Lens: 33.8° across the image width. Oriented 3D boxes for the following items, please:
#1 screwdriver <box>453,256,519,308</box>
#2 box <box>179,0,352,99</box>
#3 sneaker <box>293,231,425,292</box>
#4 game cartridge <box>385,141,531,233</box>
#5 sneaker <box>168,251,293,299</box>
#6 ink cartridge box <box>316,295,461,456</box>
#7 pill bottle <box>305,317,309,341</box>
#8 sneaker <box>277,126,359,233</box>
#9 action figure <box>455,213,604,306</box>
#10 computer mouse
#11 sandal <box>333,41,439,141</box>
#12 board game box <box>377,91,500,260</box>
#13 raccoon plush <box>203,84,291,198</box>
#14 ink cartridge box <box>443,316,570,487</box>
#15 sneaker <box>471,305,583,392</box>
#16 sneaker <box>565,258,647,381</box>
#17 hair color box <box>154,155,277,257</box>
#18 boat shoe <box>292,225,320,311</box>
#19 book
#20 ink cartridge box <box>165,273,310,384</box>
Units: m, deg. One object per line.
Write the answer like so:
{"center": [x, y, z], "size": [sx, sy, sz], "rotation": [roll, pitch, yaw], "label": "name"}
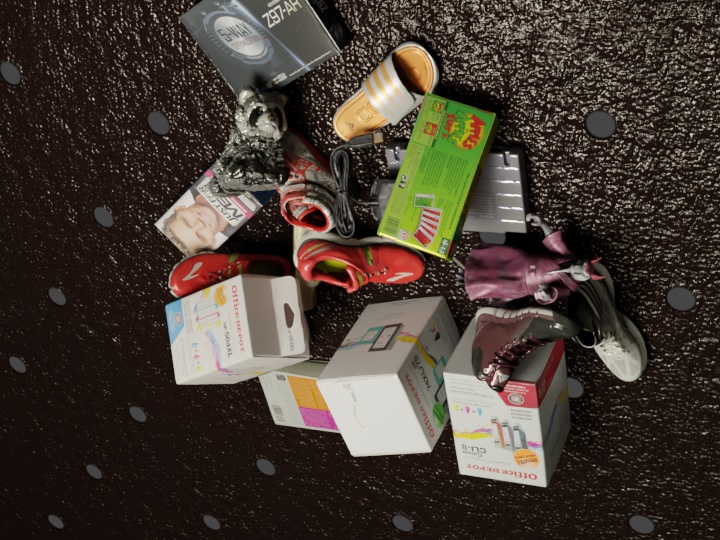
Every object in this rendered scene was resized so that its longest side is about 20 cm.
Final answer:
{"center": [0.159, -0.001, 1.732], "size": [0.200, 0.029, 0.028], "rotation": [45, 129, -10], "label": "screwdriver"}
{"center": [-0.132, -0.336, 1.640], "size": [0.199, 0.044, 0.161], "rotation": [-22, 111, 38], "label": "box"}
{"center": [0.000, 0.000, 1.744], "size": [0.198, 0.085, 0.077], "rotation": [5, 128, -11], "label": "sneaker"}
{"center": [0.138, -0.117, 1.663], "size": [0.198, 0.038, 0.130], "rotation": [6, 129, 25], "label": "game cartridge"}
{"center": [-0.198, 0.002, 1.839], "size": [0.085, 0.198, 0.078], "rotation": [166, 96, -71], "label": "sneaker"}
{"center": [0.056, 0.160, 1.795], "size": [0.145, 0.200, 0.147], "rotation": [-8, 120, 32], "label": "ink cartridge box"}
{"center": [-0.192, 0.118, 1.955], "size": [0.199, 0.120, 0.120], "rotation": [-20, 112, 37], "label": "pill bottle"}
{"center": [-0.103, -0.137, 1.726], "size": [0.201, 0.108, 0.067], "rotation": [37, 133, 0], "label": "sneaker"}
{"center": [0.238, 0.013, 1.611], "size": [0.199, 0.135, 0.149], "rotation": [1, 147, 28], "label": "action figure"}
{"center": [0.052, -0.126, 1.656], "size": [0.198, 0.046, 0.142], "rotation": [-5, 97, 21], "label": "computer mouse"}
{"center": [0.028, -0.227, 1.622], "size": [0.079, 0.059, 0.206], "rotation": [45, 132, -8], "label": "sandal"}
{"center": [0.105, -0.125, 1.586], "size": [0.101, 0.048, 0.202], "rotation": [19, 91, 14], "label": "board game box"}
{"center": [-0.176, -0.184, 1.692], "size": [0.199, 0.096, 0.135], "rotation": [-6, 80, 44], "label": "raccoon plush"}
{"center": [0.223, 0.196, 1.768], "size": [0.144, 0.145, 0.201], "rotation": [5, 126, 25], "label": "ink cartridge box"}
{"center": [0.219, 0.112, 1.611], "size": [0.075, 0.116, 0.200], "rotation": [23, 167, -26], "label": "sneaker"}
{"center": [0.333, 0.096, 1.655], "size": [0.075, 0.116, 0.201], "rotation": [-15, 115, 35], "label": "sneaker"}
{"center": [-0.227, -0.099, 1.854], "size": [0.100, 0.061, 0.200], "rotation": [45, 132, -7], "label": "hair color box"}
{"center": [-0.070, -0.015, 1.823], "size": [0.066, 0.074, 0.201], "rotation": [1, 133, -1], "label": "boat shoe"}
{"center": [-0.073, 0.217, 2.013], "size": [0.199, 0.048, 0.134], "rotation": [4, 127, 27], "label": "book"}
{"center": [-0.177, 0.087, 1.783], "size": [0.199, 0.125, 0.130], "rotation": [-22, 73, 38], "label": "ink cartridge box"}
